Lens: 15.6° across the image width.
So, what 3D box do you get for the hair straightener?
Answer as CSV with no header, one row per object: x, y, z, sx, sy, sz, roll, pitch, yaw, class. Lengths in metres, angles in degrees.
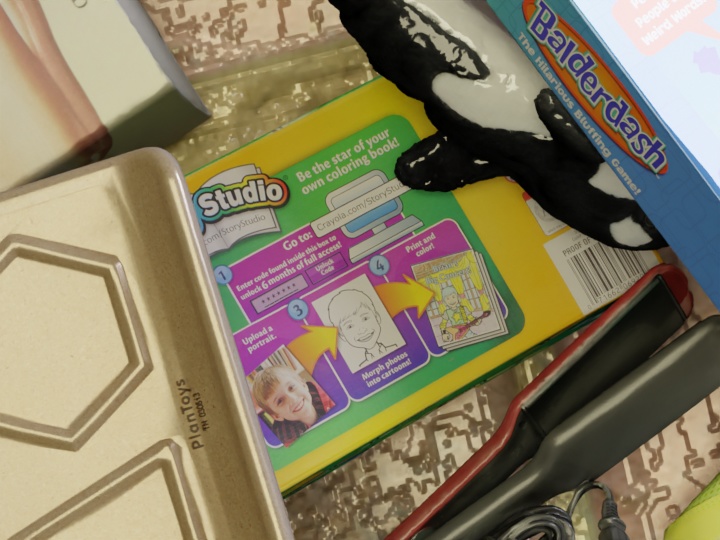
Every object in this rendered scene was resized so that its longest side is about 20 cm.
0.064,0.083,0.954,0.200,0.041,0.077,-38,47,-9,hair straightener

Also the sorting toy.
-0.128,0.073,0.901,0.200,0.036,0.185,-18,87,8,sorting toy

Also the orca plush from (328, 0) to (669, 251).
0.034,-0.056,0.941,0.200,0.105,0.071,30,106,-31,orca plush

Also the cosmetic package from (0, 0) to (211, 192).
-0.172,-0.052,1.029,0.200,0.087,0.103,-35,83,3,cosmetic package

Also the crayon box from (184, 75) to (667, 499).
0.000,0.000,0.986,0.200,0.058,0.119,-28,84,-22,crayon box

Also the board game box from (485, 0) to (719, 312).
0.132,-0.095,0.908,0.152,0.045,0.200,-35,85,-28,board game box

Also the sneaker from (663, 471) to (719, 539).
0.173,0.031,1.000,0.090,0.078,0.200,41,80,7,sneaker
